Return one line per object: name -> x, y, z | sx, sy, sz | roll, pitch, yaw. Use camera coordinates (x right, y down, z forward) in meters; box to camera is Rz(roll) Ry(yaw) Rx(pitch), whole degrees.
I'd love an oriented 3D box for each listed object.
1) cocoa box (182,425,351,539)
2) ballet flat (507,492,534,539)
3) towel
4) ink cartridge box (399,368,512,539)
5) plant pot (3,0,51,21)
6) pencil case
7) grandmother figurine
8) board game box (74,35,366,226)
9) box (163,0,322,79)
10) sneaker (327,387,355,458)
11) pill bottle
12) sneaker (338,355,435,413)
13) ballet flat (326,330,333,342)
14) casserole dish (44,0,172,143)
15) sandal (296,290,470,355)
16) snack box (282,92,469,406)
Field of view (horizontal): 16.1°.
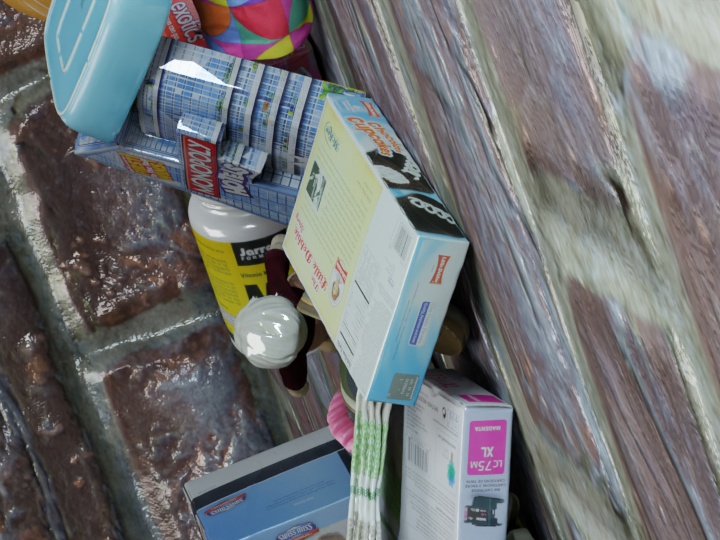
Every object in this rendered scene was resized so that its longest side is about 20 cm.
cocoa box -> -0.037, 0.236, 2.304 | 0.131, 0.200, 0.133 | -124, 15, -61
ballet flat -> 0.093, 0.187, 1.702 | 0.200, 0.067, 0.067 | -120, 32, -47
towel -> 0.017, 0.162, 1.703 | 0.149, 0.031, 0.200 | 65, -153, -68
ink cartridge box -> 0.058, 0.172, 1.642 | 0.119, 0.042, 0.200 | -150, 63, -71
plant pot -> -0.219, -0.303, 2.205 | 0.183, 0.200, 0.200 | 24, 137, 59
pencil case -> -0.088, -0.232, 1.706 | 0.088, 0.088, 0.200 | -118, 10, -45
grandmother figurine -> -0.049, 0.034, 1.883 | 0.200, 0.061, 0.121 | -40, -67, -78
board game box -> -0.100, -0.095, 1.767 | 0.200, 0.200, 0.062 | 94, -169, -77
box -> -0.093, -0.157, 1.942 | 0.200, 0.095, 0.103 | -119, 10, -53
sneaker -> 0.037, 0.155, 2.040 | 0.095, 0.079, 0.200 | 59, -178, -37
pill bottle -> -0.083, -0.029, 2.204 | 0.114, 0.114, 0.200 | -119, 10, -53
sneaker -> 0.026, 0.076, 1.902 | 0.200, 0.067, 0.090 | -113, 19, -63
ballet flat -> 0.000, 0.000, 1.877 | 0.200, 0.069, 0.069 | -112, 4, -47
casserole dish -> -0.171, -0.172, 1.695 | 0.200, 0.039, 0.121 | 122, 142, -48
sandal -> 0.023, 0.021, 1.693 | 0.200, 0.080, 0.054 | -5, 63, 69
snack box -> 0.006, -0.016, 1.597 | 0.200, 0.037, 0.116 | -120, 42, -56
